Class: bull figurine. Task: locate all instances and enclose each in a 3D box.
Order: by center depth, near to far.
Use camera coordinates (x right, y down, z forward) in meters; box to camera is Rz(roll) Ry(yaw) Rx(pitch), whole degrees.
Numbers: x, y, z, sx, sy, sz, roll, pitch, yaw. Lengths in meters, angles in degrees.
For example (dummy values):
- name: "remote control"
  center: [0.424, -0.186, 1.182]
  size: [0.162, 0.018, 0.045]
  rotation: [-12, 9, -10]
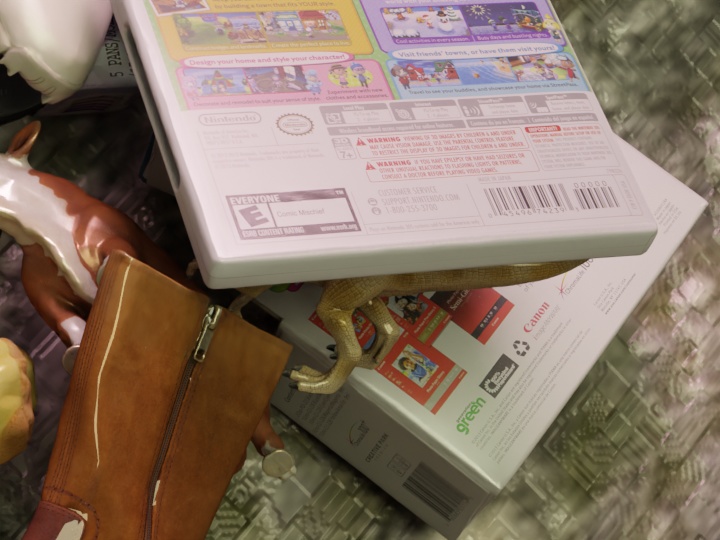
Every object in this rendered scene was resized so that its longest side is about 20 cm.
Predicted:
- name: "bull figurine"
  center: [-0.104, 0.022, 0.991]
  size: [0.065, 0.121, 0.200]
  rotation: [-41, 116, 5]

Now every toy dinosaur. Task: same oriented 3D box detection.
- name: "toy dinosaur"
  center: [0.000, 0.000, 0.975]
  size: [0.200, 0.058, 0.101]
  rotation: [18, 113, -1]

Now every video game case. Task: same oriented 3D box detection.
- name: "video game case"
  center: [0.006, -0.074, 0.963]
  size: [0.200, 0.022, 0.182]
  rotation: [-5, 54, -23]

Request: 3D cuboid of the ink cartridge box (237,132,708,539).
- name: "ink cartridge box"
  center: [0.041, -0.002, 1.125]
  size: [0.176, 0.084, 0.200]
  rotation: [38, 62, 4]

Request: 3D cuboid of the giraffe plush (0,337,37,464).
- name: "giraffe plush"
  center: [-0.205, 0.123, 0.925]
  size: [0.172, 0.200, 0.162]
  rotation: [-12, 90, 10]

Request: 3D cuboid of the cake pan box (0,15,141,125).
- name: "cake pan box"
  center: [-0.203, -0.161, 1.076]
  size: [0.184, 0.052, 0.200]
  rotation: [-5, 79, -25]

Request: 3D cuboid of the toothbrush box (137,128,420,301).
- name: "toothbrush box"
  center: [0.003, -0.110, 1.071]
  size: [0.146, 0.085, 0.200]
  rotation: [25, 61, -3]

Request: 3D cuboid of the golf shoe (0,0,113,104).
- name: "golf shoe"
  center: [-0.116, -0.172, 1.011]
  size: [0.078, 0.097, 0.200]
  rotation: [36, 48, -47]

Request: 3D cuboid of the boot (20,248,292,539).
- name: "boot"
  center: [-0.115, 0.090, 0.861]
  size: [0.188, 0.068, 0.200]
  rotation: [25, 85, -44]
